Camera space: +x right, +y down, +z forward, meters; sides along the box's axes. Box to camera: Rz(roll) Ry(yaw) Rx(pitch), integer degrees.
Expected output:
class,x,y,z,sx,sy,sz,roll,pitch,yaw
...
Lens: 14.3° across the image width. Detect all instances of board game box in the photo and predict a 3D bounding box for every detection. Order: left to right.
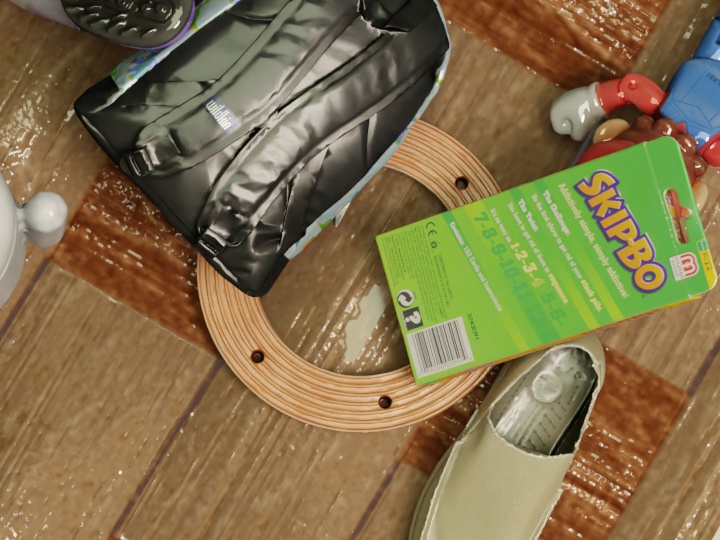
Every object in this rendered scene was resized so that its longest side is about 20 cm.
class,x,y,z,sx,sy,sz,roll,pitch,yaw
board game box,0.111,-0.005,1.698,0.200,0.030,0.096,-19,81,26

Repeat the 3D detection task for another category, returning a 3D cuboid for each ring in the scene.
class,x,y,z,sx,sy,sz,roll,pitch,yaw
ring,0.000,0.000,1.761,0.200,0.019,0.201,0,83,-2

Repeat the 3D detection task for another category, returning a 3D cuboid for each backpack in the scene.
class,x,y,z,sx,sy,sz,roll,pitch,yaw
backpack,-0.043,-0.111,1.697,0.200,0.154,0.163,-44,98,9

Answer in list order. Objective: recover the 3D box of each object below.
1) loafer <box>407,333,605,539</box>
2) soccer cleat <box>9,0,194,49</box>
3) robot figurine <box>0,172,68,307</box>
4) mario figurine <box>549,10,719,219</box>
class,x,y,z,sx,sy,sz,roll,pitch,yaw
loafer,0.087,0.116,1.727,0.076,0.068,0.200,24,83,0
soccer cleat,-0.159,-0.169,1.695,0.200,0.073,0.068,24,80,39
robot figurine,-0.252,-0.022,1.658,0.169,0.200,0.113,-11,84,-3
mario figurine,0.199,-0.086,1.765,0.200,0.123,0.106,-46,130,-14
